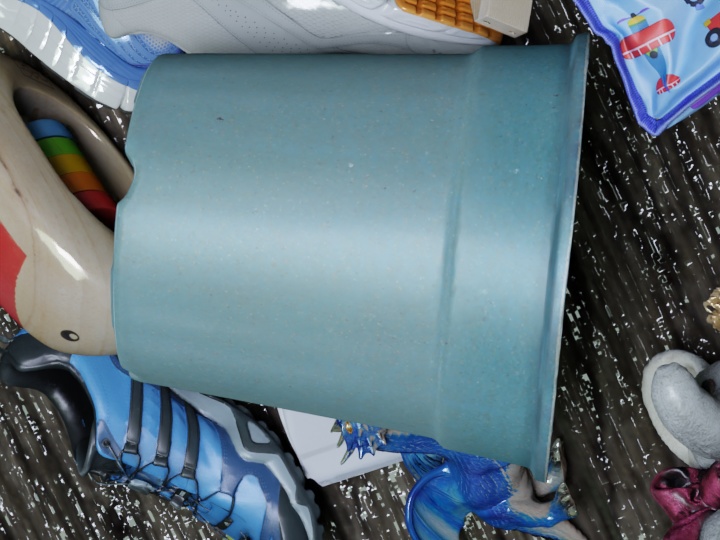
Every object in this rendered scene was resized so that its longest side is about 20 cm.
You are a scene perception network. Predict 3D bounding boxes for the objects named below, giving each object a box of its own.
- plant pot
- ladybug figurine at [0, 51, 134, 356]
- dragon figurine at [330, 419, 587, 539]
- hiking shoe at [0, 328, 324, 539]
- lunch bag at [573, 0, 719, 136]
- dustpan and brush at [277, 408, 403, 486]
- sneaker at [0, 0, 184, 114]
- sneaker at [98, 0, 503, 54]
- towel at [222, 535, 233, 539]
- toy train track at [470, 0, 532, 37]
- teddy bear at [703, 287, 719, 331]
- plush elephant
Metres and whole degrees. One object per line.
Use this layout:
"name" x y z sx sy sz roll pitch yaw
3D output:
"plant pot" -0.003 -0.015 1.047 0.195 0.200 0.201 6 105 4
"ladybug figurine" -0.160 -0.031 1.175 0.072 0.136 0.200 -44 56 15
"dragon figurine" 0.054 0.109 1.173 0.099 0.059 0.200 -22 126 11
"hiking shoe" -0.105 0.095 1.214 0.200 0.087 0.074 47 147 9
"lunch bag" 0.200 -0.159 1.027 0.200 0.151 0.094 -31 92 23
"dustpan and brush" 0.000 0.000 1.169 0.139 0.057 0.201 -19 123 10
"sneaker" -0.165 -0.165 1.173 0.200 0.079 0.089 34 101 1
"sneaker" -0.031 -0.129 1.123 0.199 0.076 0.092 15 135 -10
"towel" 0.007 0.223 1.253 0.199 0.023 0.144 8 106 17
"toy train track" 0.073 -0.202 1.078 0.032 0.114 0.201 -17 60 57
"teddy bear" 0.234 0.056 1.122 0.144 0.067 0.201 14 114 24
"plush elephant" 0.174 0.101 1.048 0.164 0.200 0.156 -17 76 37
